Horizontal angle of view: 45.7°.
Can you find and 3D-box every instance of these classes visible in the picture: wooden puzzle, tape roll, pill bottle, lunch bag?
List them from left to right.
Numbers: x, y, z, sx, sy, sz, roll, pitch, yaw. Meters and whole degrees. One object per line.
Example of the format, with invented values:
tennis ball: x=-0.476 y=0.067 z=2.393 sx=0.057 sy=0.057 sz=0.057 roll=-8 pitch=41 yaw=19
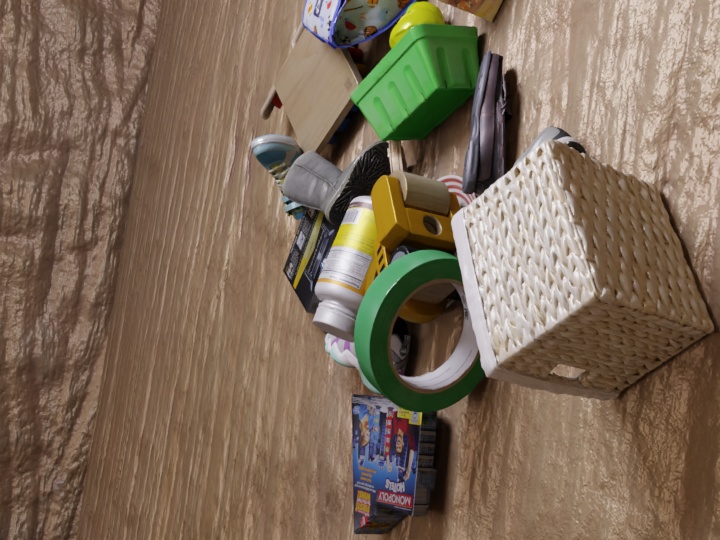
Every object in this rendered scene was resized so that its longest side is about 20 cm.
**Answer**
wooden puzzle: x=-0.138 y=-0.433 z=1.787 sx=0.201 sy=0.046 sz=0.187 roll=-56 pitch=12 yaw=44
lunch bag: x=-0.006 y=-0.473 z=1.460 sx=0.200 sy=0.124 sz=0.170 roll=-44 pitch=33 yaw=3
pill bottle: x=0.000 y=0.000 z=1.283 sx=0.109 sy=0.108 sz=0.204 roll=-2 pitch=62 yaw=60
tape roll: x=0.088 y=0.078 z=1.098 sx=0.048 sy=0.197 sz=0.205 roll=29 pitch=106 yaw=59

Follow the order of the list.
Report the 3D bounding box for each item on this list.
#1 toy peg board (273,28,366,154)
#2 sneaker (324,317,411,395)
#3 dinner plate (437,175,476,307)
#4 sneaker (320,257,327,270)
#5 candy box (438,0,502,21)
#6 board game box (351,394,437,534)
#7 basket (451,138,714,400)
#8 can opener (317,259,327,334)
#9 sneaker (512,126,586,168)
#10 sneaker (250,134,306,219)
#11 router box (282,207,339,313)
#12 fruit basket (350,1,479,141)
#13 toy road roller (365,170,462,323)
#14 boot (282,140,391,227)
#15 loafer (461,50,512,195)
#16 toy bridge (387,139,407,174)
toy peg board: x=-0.053 y=-0.351 z=1.628 sx=0.201 sy=0.096 sz=0.202 roll=-50 pitch=56 yaw=41
sneaker: x=0.021 y=0.096 z=1.352 sx=0.199 sy=0.077 sz=0.143 roll=30 pitch=106 yaw=50
dinner plate: x=0.122 y=-0.038 z=1.257 sx=0.199 sy=0.024 sz=0.205 roll=-27 pitch=58 yaw=55
sneaker: x=-0.006 y=0.002 z=1.404 sx=0.066 sy=0.078 sz=0.199 roll=-54 pitch=23 yaw=-19
candy box: x=0.179 y=-0.468 z=1.198 sx=0.203 sy=0.113 sz=0.056 roll=-63 pitch=34 yaw=28
board game box: x=0.049 y=0.290 z=1.244 sx=0.199 sy=0.060 sz=0.205 roll=-7 pitch=76 yaw=60
basket: x=0.224 y=0.003 z=0.886 sx=0.161 sy=0.195 sz=0.204 roll=-43 pitch=44 yaw=41
can opener: x=-0.049 y=0.056 z=1.416 sx=0.052 sy=0.066 sz=0.202 roll=39 pitch=154 yaw=22
sneaker: x=0.209 y=-0.090 z=1.079 sx=0.202 sy=0.073 sz=0.080 roll=-57 pitch=27 yaw=26
sneaker: x=-0.137 y=-0.172 z=1.630 sx=0.078 sy=0.199 sz=0.134 roll=-17 pitch=71 yaw=23
router box: x=-0.070 y=-0.045 z=1.574 sx=0.203 sy=0.051 sz=0.158 roll=-68 pitch=30 yaw=21
fruit basket: x=0.083 y=-0.328 z=1.315 sx=0.214 sy=0.153 sz=0.221 roll=16 pitch=110 yaw=52
toy road roller: x=0.067 y=-0.022 z=1.201 sx=0.146 sy=0.121 sz=0.204 roll=-45 pitch=44 yaw=46
boot: x=-0.042 y=-0.173 z=1.502 sx=0.182 sy=0.073 sz=0.200 roll=-47 pitch=30 yaw=-2
loafer: x=0.183 y=-0.200 z=1.180 sx=0.072 sy=0.061 sz=0.205 roll=92 pitch=-172 yaw=-81
toy bridge: x=0.060 y=-0.178 z=1.372 sx=0.067 sy=0.027 sz=0.205 roll=63 pitch=-157 yaw=-67
